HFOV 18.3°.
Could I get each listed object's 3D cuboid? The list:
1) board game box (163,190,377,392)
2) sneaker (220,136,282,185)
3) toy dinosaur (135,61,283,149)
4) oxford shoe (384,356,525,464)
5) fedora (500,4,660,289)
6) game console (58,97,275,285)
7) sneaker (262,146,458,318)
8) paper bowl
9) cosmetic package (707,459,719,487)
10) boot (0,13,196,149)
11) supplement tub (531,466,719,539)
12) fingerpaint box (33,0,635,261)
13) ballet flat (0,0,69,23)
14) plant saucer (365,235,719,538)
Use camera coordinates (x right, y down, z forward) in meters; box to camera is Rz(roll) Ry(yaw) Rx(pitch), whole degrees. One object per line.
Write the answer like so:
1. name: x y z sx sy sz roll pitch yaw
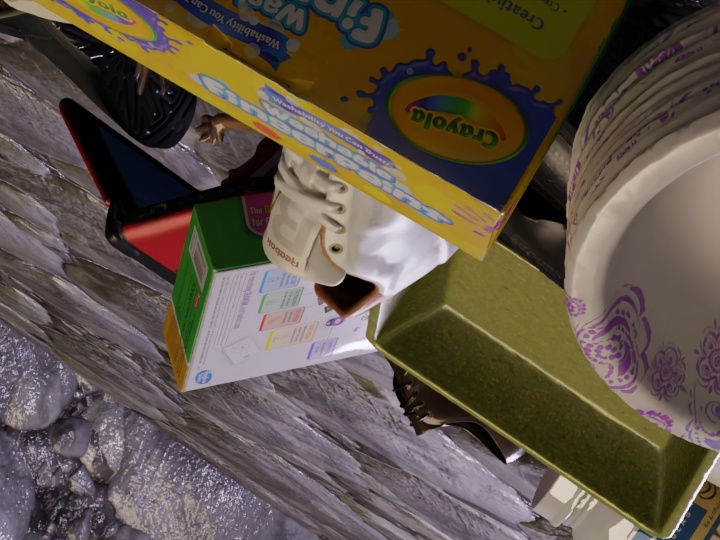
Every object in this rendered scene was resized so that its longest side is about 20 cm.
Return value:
1. board game box: 0.000 0.000 1.216 0.153 0.199 0.040 113 142 -60
2. sneaker: -0.027 -0.033 1.492 0.115 0.078 0.200 36 157 20
3. toy dinosaur: -0.043 -0.098 1.164 0.200 0.086 0.136 29 177 22
4. oxford shoe: 0.050 0.076 1.665 0.200 0.085 0.073 34 169 -5
5. fedora: 0.089 -0.071 0.971 0.201 0.092 0.201 44 171 9
6. game console: -0.064 -0.035 1.347 0.172 0.119 0.200 -14 149 30
7. sneaker: -0.007 -0.040 0.965 0.073 0.085 0.200 42 165 31
8. paper bowl: 0.176 -0.024 0.827 0.200 0.105 0.201 3 137 3
9. cosmetic package: 0.198 0.067 1.284 0.200 0.085 0.108 27 167 16
10. boot: -0.213 -0.157 1.421 0.200 0.066 0.165 16 152 40
11. supplement tub: 0.223 0.149 1.399 0.200 0.145 0.145 30 167 2
12. fingerpaint box: 0.003 -0.128 0.812 0.200 0.167 0.073 29 167 5
13. ballet flat: -0.101 -0.148 1.049 0.199 0.064 0.067 -4 158 26
14. plant saucer: 0.103 0.035 1.137 0.200 0.048 0.200 34 157 11
